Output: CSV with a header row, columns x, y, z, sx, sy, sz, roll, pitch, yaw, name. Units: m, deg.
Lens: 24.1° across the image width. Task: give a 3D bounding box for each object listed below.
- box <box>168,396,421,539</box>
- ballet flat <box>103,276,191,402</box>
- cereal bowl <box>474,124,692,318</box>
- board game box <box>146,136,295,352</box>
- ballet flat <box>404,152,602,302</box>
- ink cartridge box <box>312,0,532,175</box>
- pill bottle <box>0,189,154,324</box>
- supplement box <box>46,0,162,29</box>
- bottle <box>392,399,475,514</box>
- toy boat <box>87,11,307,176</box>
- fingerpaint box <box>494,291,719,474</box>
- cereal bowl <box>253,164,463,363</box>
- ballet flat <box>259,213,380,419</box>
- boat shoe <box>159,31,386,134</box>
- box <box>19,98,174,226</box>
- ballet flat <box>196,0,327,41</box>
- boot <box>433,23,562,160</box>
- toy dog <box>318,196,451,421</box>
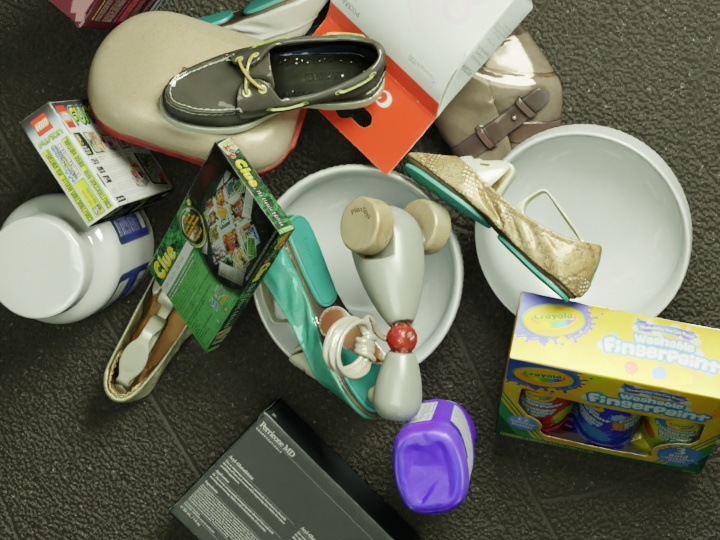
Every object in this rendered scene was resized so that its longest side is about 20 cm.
x,y,z,sx,sy,sz,roll,pitch,yaw,name
-0.061,0.245,1.625,0.200,0.079,0.141,45,103,0,box
-0.186,0.044,1.623,0.067,0.062,0.201,28,99,4,ballet flat
0.208,-0.042,1.542,0.199,0.083,0.201,6,113,15,cereal bowl
-0.128,-0.020,1.510,0.105,0.023,0.200,53,141,14,board game box
0.131,-0.055,1.482,0.200,0.071,0.065,40,90,10,ballet flat
0.032,-0.213,1.501,0.200,0.057,0.163,-47,63,4,ink cartridge box
-0.270,-0.015,1.556,0.119,0.200,0.120,1,97,7,pill bottle
-0.216,-0.276,1.517,0.061,0.200,0.109,38,100,1,supplement box
0.070,0.160,1.536,0.065,0.200,0.084,-9,97,8,bottle
-0.152,-0.150,1.547,0.199,0.131,0.131,18,68,-2,toy boat
0.229,0.105,1.524,0.199,0.167,0.074,11,61,5,fingerpaint box
0.000,0.000,1.577,0.199,0.083,0.201,1,97,7,cereal bowl
-0.043,0.047,1.519,0.070,0.067,0.201,-23,94,36,ballet flat
-0.076,-0.168,1.457,0.200,0.061,0.072,-10,72,-7,boat shoe
-0.236,-0.103,1.542,0.035,0.200,0.110,-33,91,11,box
-0.103,-0.222,1.585,0.199,0.069,0.070,-19,94,14,ballet flat
0.087,-0.154,1.566,0.199,0.070,0.147,-14,103,16,boot
0.012,0.025,1.483,0.132,0.096,0.201,31,67,-34,toy dog
